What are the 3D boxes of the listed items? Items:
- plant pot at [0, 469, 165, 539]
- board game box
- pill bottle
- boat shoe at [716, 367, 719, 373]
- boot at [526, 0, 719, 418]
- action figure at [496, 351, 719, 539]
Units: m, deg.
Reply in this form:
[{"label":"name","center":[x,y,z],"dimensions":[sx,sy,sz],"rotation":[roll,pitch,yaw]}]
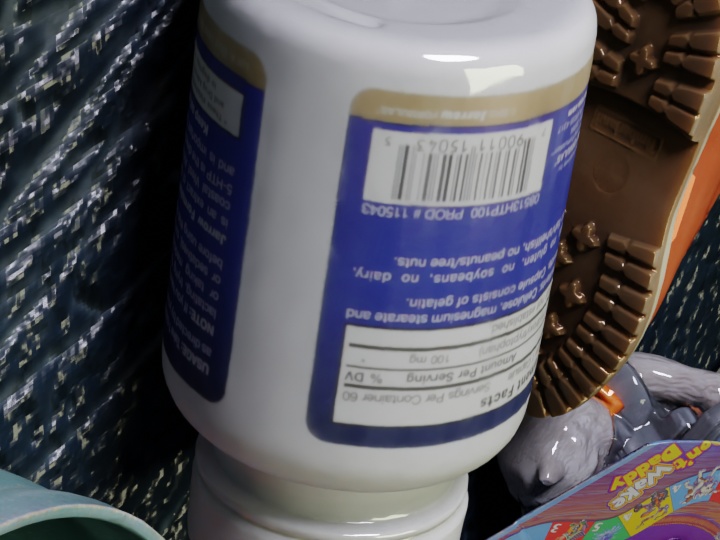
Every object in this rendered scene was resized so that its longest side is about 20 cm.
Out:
[{"label":"plant pot","center":[-0.151,0.123,0.679],"dimensions":[0.200,0.134,0.201],"rotation":[-41,144,-39]},{"label":"board game box","center":[0.093,0.149,1.123],"dimensions":[0.199,0.039,0.158],"rotation":[-31,143,1]},{"label":"pill bottle","center":[0.000,0.000,0.866],"dimensions":[0.120,0.119,0.201],"rotation":[-28,135,-50]},{"label":"boat shoe","center":[0.196,0.082,1.337],"dimensions":[0.200,0.062,0.075],"rotation":[-54,152,-20]},{"label":"boot","center":[0.113,-0.035,1.064],"dimensions":[0.107,0.075,0.201],"rotation":[-18,137,-54]},{"label":"action figure","center":[0.110,0.094,1.199],"dimensions":[0.200,0.105,0.193],"rotation":[-47,150,18]}]
